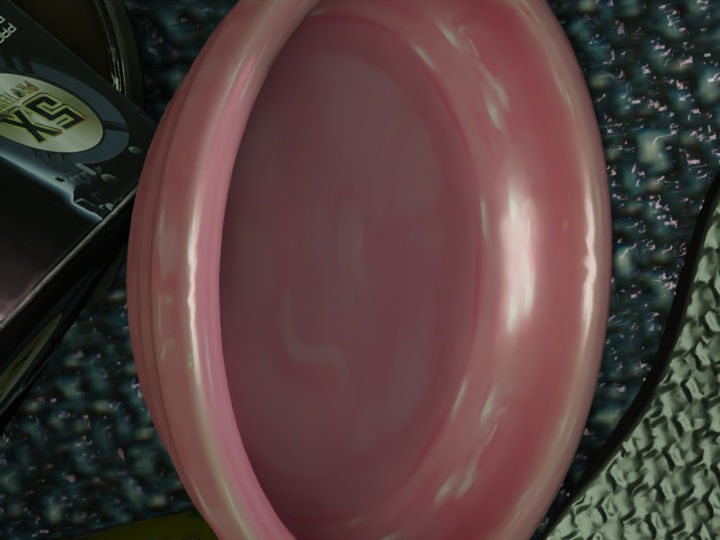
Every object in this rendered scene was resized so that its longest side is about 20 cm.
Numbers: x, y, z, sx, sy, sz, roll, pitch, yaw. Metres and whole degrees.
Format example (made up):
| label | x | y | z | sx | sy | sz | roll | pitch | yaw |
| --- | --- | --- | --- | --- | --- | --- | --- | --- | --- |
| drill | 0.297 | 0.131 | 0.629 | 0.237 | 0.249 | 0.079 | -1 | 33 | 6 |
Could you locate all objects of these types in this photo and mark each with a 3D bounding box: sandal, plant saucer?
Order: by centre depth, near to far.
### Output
| label | x | y | z | sx | sy | sz | roll | pitch | yaw |
| --- | --- | --- | --- | --- | --- | --- | --- | --- | --- |
| plant saucer | 0.000 | 0.000 | 0.840 | 0.051 | 0.200 | 0.202 | 4 | 99 | 37 |
| sandal | 0.107 | 0.055 | 0.897 | 0.075 | 0.048 | 0.201 | 26 | 87 | -2 |

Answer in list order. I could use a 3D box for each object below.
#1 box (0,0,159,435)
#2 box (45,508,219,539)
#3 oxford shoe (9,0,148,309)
| label | x | y | z | sx | sy | sz | roll | pitch | yaw |
| --- | --- | --- | --- | --- | --- | --- | --- | --- | --- |
| box | -0.159 | 0.038 | 0.830 | 0.086 | 0.164 | 0.200 | 39 | 132 | 2 |
| box | -0.062 | 0.185 | 0.856 | 0.121 | 0.200 | 0.194 | -13 | 95 | 10 |
| oxford shoe | -0.117 | -0.083 | 0.879 | 0.072 | 0.084 | 0.201 | -3 | 100 | 51 |
